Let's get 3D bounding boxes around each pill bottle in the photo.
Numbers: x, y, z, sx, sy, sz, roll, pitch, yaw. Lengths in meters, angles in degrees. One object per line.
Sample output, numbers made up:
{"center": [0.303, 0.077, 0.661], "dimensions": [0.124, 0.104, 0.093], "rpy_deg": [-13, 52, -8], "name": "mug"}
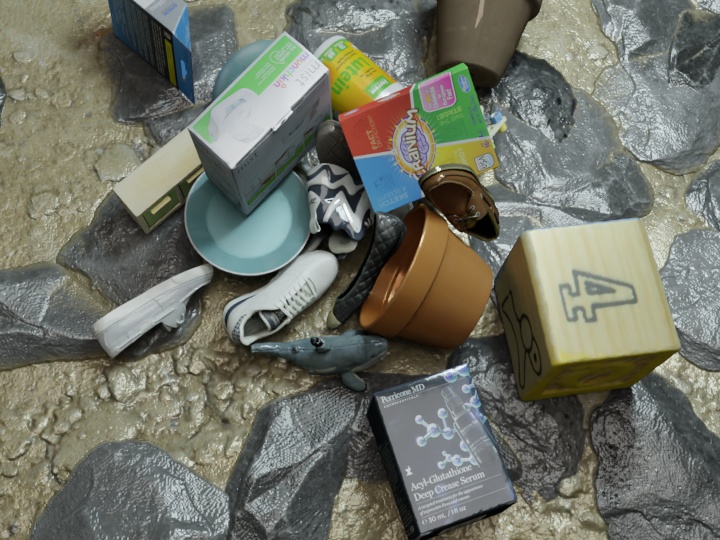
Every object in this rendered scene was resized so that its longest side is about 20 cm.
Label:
{"center": [0.007, -0.282, 1.463], "dimensions": [0.199, 0.111, 0.111], "rpy_deg": [41, 69, 11], "name": "pill bottle"}

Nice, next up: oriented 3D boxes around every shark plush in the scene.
{"center": [-0.059, 0.107, 1.309], "dimensions": [0.195, 0.084, 0.093], "rpy_deg": [15, 69, 1], "name": "shark plush"}

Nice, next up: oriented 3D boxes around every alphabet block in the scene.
{"center": [0.323, 0.061, 1.312], "dimensions": [0.191, 0.196, 0.204], "rpy_deg": [-7, 69, -7], "name": "alphabet block"}

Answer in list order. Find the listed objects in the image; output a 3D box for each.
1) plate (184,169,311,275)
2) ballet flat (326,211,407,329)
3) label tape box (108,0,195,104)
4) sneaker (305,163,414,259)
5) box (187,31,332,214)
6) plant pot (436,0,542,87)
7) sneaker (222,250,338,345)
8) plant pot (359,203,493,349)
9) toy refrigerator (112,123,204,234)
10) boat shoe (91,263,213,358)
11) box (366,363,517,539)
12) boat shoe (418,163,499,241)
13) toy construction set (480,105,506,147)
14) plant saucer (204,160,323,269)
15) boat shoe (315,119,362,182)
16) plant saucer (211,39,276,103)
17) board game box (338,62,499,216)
{"center": [-0.169, -0.082, 1.356], "dimensions": [0.195, 0.026, 0.205], "rpy_deg": [2, 67, -5], "name": "plate"}
{"center": [0.000, 0.000, 1.331], "dimensions": [0.056, 0.067, 0.202], "rpy_deg": [28, 107, -12], "name": "ballet flat"}
{"center": [-0.323, -0.391, 1.457], "dimensions": [0.199, 0.145, 0.063], "rpy_deg": [41, 67, 11], "name": "label tape box"}
{"center": [-0.002, -0.071, 1.370], "dimensions": [0.197, 0.079, 0.133], "rpy_deg": [22, 66, -39], "name": "sneaker"}
{"center": [-0.137, -0.206, 1.287], "dimensions": [0.096, 0.177, 0.200], "rpy_deg": [41, 78, 12], "name": "box"}
{"center": [0.202, -0.415, 1.512], "dimensions": [0.196, 0.200, 0.179], "rpy_deg": [13, 83, 0], "name": "plant pot"}
{"center": [-0.109, 0.045, 1.320], "dimensions": [0.198, 0.080, 0.077], "rpy_deg": [-36, 112, -11], "name": "sneaker"}
{"center": [0.104, 0.024, 1.314], "dimensions": [0.138, 0.200, 0.203], "rpy_deg": [27, 66, -11], "name": "plant pot"}
{"center": [-0.281, -0.153, 1.388], "dimensions": [0.199, 0.076, 0.070], "rpy_deg": [-42, 77, -14], "name": "toy refrigerator"}
{"center": [-0.297, 0.059, 1.318], "dimensions": [0.198, 0.072, 0.069], "rpy_deg": [-32, 95, -24], "name": "boat shoe"}
{"center": [0.110, 0.259, 1.253], "dimensions": [0.145, 0.108, 0.204], "rpy_deg": [-16, 69, -11], "name": "box"}
{"center": [0.154, -0.095, 1.284], "dimensions": [0.071, 0.198, 0.069], "rpy_deg": [-31, 64, 26], "name": "boat shoe"}
{"center": [0.150, -0.189, 1.423], "dimensions": [0.094, 0.129, 0.200], "rpy_deg": [64, 36, -17], "name": "toy construction set"}
{"center": [-0.146, -0.087, 1.401], "dimensions": [0.195, 0.050, 0.205], "rpy_deg": [2, 67, -6], "name": "plant saucer"}
{"center": [-0.015, -0.184, 1.392], "dimensions": [0.073, 0.200, 0.075], "rpy_deg": [-23, 60, 18], "name": "boat shoe"}
{"center": [-0.157, -0.273, 1.431], "dimensions": [0.196, 0.039, 0.206], "rpy_deg": [0, 89, 15], "name": "plant saucer"}
{"center": [0.085, -0.188, 1.291], "dimensions": [0.196, 0.040, 0.156], "rpy_deg": [-22, 109, 6], "name": "board game box"}
